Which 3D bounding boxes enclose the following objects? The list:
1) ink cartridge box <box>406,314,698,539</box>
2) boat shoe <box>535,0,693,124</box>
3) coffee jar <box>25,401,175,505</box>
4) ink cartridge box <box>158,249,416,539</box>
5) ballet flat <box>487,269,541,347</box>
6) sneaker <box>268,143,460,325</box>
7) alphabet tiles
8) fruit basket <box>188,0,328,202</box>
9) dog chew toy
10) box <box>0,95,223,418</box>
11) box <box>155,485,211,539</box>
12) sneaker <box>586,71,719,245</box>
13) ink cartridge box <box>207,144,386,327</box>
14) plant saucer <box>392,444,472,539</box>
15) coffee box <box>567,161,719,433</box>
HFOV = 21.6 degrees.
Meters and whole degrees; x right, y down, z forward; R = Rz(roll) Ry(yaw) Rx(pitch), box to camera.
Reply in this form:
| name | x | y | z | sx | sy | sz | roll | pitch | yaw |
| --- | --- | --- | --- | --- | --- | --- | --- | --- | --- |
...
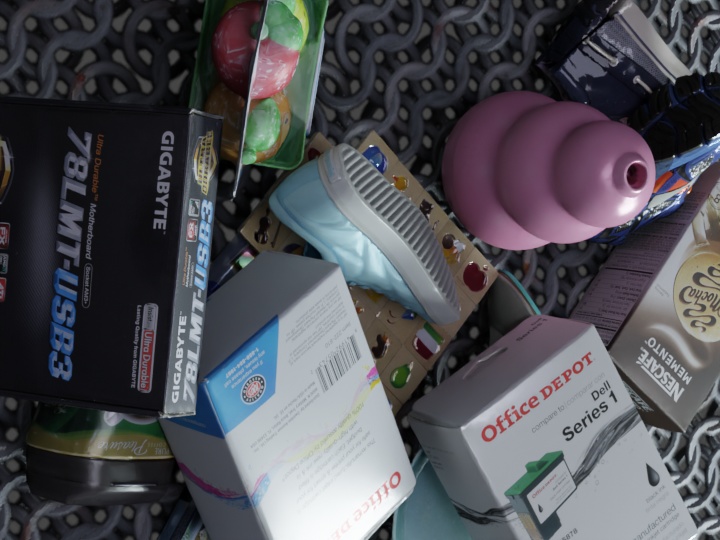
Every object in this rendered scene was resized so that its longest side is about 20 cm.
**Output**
| name | x | y | z | sx | sy | sz | roll | pitch | yaw |
| --- | --- | --- | --- | --- | --- | --- | --- | --- | --- |
| ink cartridge box | 0.148 | 0.156 | 1.450 | 0.146 | 0.084 | 0.201 | -36 | 108 | -21 |
| boat shoe | 0.227 | -0.143 | 1.566 | 0.093 | 0.075 | 0.200 | -46 | 117 | 1 |
| coffee jar | -0.175 | 0.064 | 1.324 | 0.104 | 0.085 | 0.202 | 7 | 90 | -46 |
| ink cartridge box | -0.056 | 0.111 | 1.338 | 0.144 | 0.084 | 0.201 | -41 | 124 | -34 |
| ballet flat | 0.144 | 0.093 | 1.531 | 0.064 | 0.067 | 0.201 | -38 | 111 | -10 |
| sneaker | 0.002 | -0.018 | 1.396 | 0.200 | 0.082 | 0.074 | 48 | 27 | -40 |
| alphabet tiles | 0.000 | 0.000 | 1.429 | 0.200 | 0.008 | 0.168 | 47 | 70 | -26 |
| fruit basket | -0.066 | -0.140 | 1.308 | 0.093 | 0.200 | 0.187 | 9 | 88 | -9 |
| dog chew toy | 0.149 | -0.075 | 1.441 | 0.124 | 0.200 | 0.126 | -3 | 95 | -31 |
| box | -0.193 | -0.012 | 1.252 | 0.050 | 0.197 | 0.202 | 3 | 93 | -63 |
| box | -0.073 | 0.253 | 1.430 | 0.200 | 0.038 | 0.137 | 35 | 76 | -28 |
| sneaker | 0.247 | -0.089 | 1.537 | 0.078 | 0.199 | 0.076 | 27 | 37 | -45 |
| ink cartridge box | -0.053 | 0.017 | 1.424 | 0.200 | 0.042 | 0.119 | -49 | 115 | -16 |
| plant saucer | 0.106 | 0.199 | 1.498 | 0.199 | 0.036 | 0.202 | -1 | 93 | -27 |
| coffee box | 0.266 | 0.020 | 1.587 | 0.113 | 0.080 | 0.201 | 42 | 73 | -27 |
